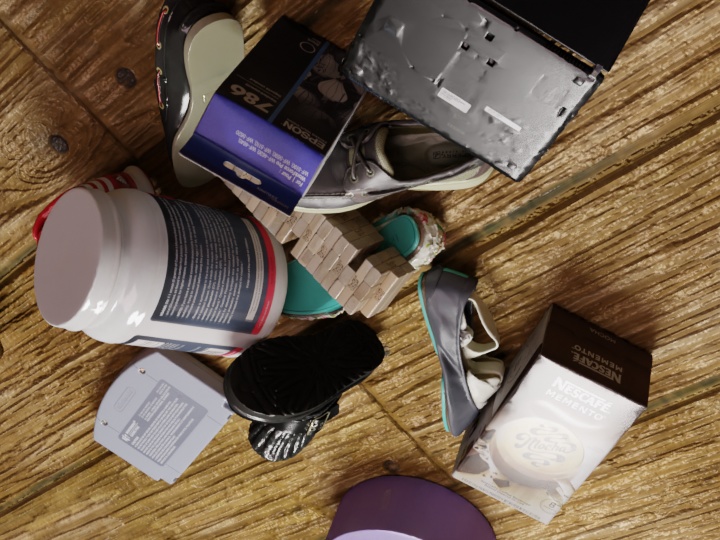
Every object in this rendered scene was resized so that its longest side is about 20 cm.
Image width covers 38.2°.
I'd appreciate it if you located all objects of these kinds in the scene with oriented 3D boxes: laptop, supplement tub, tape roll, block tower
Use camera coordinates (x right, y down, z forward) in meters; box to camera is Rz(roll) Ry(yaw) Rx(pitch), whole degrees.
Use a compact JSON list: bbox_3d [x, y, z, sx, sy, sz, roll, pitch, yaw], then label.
[{"bbox_3d":[0.109,-0.201,0.801,0.177,0.103,0.200,31,138,-3],"label":"laptop"},{"bbox_3d":[-0.181,0.003,0.960,0.200,0.141,0.140,12,143,-42],"label":"supplement tub"},{"bbox_3d":[0.055,0.340,1.212,0.199,0.085,0.200,10,127,13],"label":"tape roll"},{"bbox_3d":[-0.044,-0.047,0.937,0.200,0.054,0.058,44,119,13],"label":"block tower"}]

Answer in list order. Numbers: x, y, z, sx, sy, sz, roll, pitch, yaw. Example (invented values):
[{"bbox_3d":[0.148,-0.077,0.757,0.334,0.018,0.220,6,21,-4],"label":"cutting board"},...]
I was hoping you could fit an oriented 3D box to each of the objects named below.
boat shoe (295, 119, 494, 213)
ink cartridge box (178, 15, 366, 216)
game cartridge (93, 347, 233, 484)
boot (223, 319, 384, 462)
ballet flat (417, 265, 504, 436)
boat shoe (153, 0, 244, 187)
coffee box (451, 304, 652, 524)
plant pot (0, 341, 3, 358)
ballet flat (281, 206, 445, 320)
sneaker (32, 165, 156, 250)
[{"bbox_3d":[0.017,-0.096,0.878,0.200,0.072,0.066,-7,165,0],"label":"boat shoe"},{"bbox_3d":[-0.059,-0.130,0.831,0.099,0.200,0.039,29,130,-5],"label":"ink cartridge box"},{"bbox_3d":[-0.233,0.165,1.218,0.133,0.041,0.200,34,129,-11],"label":"game cartridge"},{"bbox_3d":[-0.081,0.135,1.043,0.158,0.211,0.080,-46,68,35],"label":"boot"},{"bbox_3d":[0.104,0.084,1.017,0.073,0.073,0.200,0,122,20],"label":"ballet flat"},{"bbox_3d":[-0.146,-0.160,0.934,0.063,0.074,0.202,49,148,28],"label":"boat shoe"},{"bbox_3d":[0.186,0.145,1.022,0.113,0.080,0.200,27,130,1],"label":"coffee box"},{"bbox_3d":[-0.512,0.024,1.139,0.186,0.186,0.201,-2,111,21],"label":"plant pot"},{"bbox_3d":[0.000,0.000,0.994,0.200,0.064,0.076,-22,75,33],"label":"ballet flat"},{"bbox_3d":[-0.284,-0.015,1.042,0.078,0.115,0.200,41,126,29],"label":"sneaker"}]
